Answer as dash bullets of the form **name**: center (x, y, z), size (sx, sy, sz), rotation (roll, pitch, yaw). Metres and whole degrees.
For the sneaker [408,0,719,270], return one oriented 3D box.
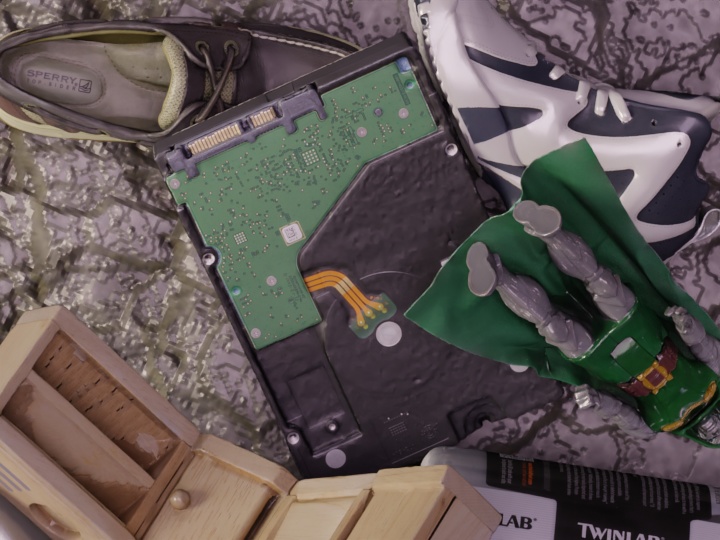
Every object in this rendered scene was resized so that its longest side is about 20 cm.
- **sneaker**: center (0.112, -0.084, 1.420), size (0.130, 0.079, 0.199), rotation (-25, 94, 0)

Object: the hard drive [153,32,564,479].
- **hard drive**: center (0.000, 0.000, 1.421), size (0.140, 0.038, 0.200), rotation (-25, 110, 1)

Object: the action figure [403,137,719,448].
- **action figure**: center (0.125, 0.033, 1.397), size (0.118, 0.055, 0.200), rotation (-42, 131, 11)

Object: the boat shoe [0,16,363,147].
- **boat shoe**: center (-0.089, -0.090, 1.428), size (0.201, 0.066, 0.072), rotation (4, 92, 0)

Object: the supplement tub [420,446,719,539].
- **supplement tub**: center (0.120, 0.158, 1.411), size (0.200, 0.123, 0.123), rotation (8, 93, 0)

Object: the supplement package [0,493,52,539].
- **supplement package**: center (-0.173, 0.202, 1.418), size (0.117, 0.117, 0.200), rotation (-38, 92, 4)

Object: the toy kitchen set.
- **toy kitchen set**: center (-0.086, 0.128, 1.310), size (0.180, 0.200, 0.163), rotation (45, 61, -22)
